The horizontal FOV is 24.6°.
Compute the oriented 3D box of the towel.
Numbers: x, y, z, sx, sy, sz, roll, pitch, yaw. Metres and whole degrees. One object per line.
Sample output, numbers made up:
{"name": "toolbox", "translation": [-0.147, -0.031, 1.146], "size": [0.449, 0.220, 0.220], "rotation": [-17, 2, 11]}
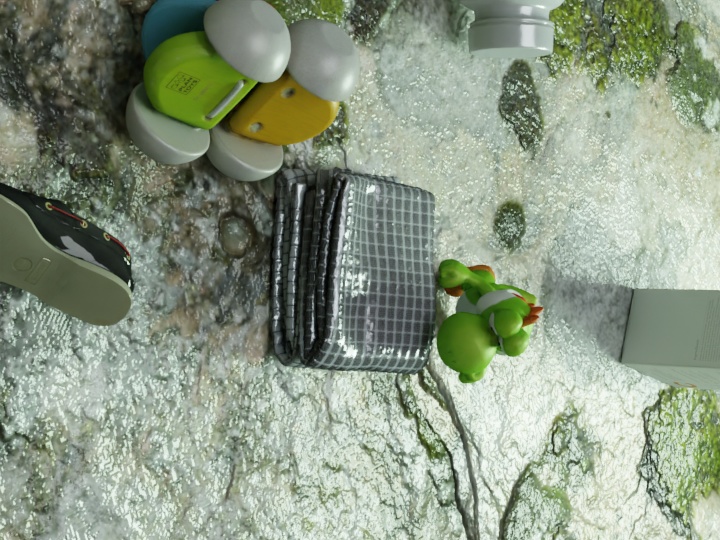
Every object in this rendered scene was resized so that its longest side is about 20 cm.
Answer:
{"name": "towel", "translation": [0.000, 0.000, 1.617], "size": [0.165, 0.085, 0.201], "rotation": [6, 86, -46]}

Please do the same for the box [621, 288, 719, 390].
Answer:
{"name": "box", "translation": [0.432, 0.085, 1.967], "size": [0.124, 0.200, 0.098], "rotation": [23, 74, -43]}

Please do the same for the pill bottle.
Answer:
{"name": "pill bottle", "translation": [0.161, -0.330, 1.749], "size": [0.119, 0.119, 0.201], "rotation": [-1, 91, -45]}

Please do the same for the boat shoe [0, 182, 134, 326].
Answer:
{"name": "boat shoe", "translation": [-0.273, -0.027, 1.363], "size": [0.201, 0.074, 0.063], "rotation": [33, 32, -30]}

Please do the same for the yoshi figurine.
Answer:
{"name": "yoshi figurine", "translation": [0.112, 0.053, 1.674], "size": [0.112, 0.200, 0.112], "rotation": [30, 94, -10]}

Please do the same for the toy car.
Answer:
{"name": "toy car", "translation": [-0.113, -0.185, 1.470], "size": [0.200, 0.175, 0.150], "rotation": [10, 49, -44]}
